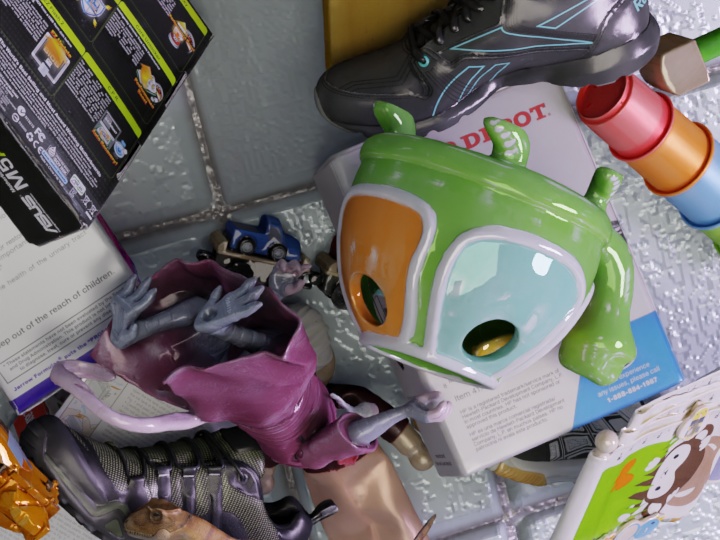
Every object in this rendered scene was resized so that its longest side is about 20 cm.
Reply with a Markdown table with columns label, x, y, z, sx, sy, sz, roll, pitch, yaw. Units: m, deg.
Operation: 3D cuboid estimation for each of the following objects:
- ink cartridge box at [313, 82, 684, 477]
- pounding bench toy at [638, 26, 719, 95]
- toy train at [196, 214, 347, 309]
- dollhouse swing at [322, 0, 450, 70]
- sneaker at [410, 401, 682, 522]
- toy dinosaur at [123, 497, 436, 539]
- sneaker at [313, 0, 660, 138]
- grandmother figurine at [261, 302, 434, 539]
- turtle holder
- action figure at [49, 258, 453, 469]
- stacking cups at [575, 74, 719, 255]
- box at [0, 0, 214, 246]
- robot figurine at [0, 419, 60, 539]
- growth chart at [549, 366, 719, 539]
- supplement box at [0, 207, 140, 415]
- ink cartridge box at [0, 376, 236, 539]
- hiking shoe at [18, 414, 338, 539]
| label | x | y | z | sx | sy | sz | roll | pitch | yaw |
| --- | --- | --- | --- | --- | --- | --- | --- | --- | --- |
| ink cartridge box | 0.079 | 0.002 | 1.717 | 0.146 | 0.084 | 0.200 | -22 | 89 | -9 |
| pounding bench toy | 0.248 | -0.197 | 1.704 | 0.156 | 0.124 | 0.200 | 2 | 108 | -14 |
| toy train | 0.000 | 0.000 | 1.763 | 0.200 | 0.034 | 0.046 | 10 | 103 | -17 |
| dollhouse swing | 0.044 | -0.227 | 1.695 | 0.200 | 0.176 | 0.182 | -15 | 70 | -8 |
| sneaker | 0.124 | 0.089 | 1.810 | 0.200 | 0.076 | 0.088 | 15 | 98 | -27 |
| toy dinosaur | -0.043 | 0.182 | 1.692 | 0.200 | 0.060 | 0.106 | 15 | 101 | -31 |
| sneaker | 0.066 | -0.136 | 1.659 | 0.200 | 0.075 | 0.079 | -17 | 128 | -2 |
| grandmother figurine | -0.015 | 0.110 | 1.784 | 0.121 | 0.061 | 0.200 | -17 | 113 | 12 |
| turtle holder | 0.066 | -0.004 | 1.616 | 0.185 | 0.141 | 0.132 | 31 | 75 | -60 |
| action figure | -0.051 | 0.074 | 1.650 | 0.149 | 0.134 | 0.200 | -46 | 141 | -4 |
| stacking cups | 0.204 | -0.057 | 1.745 | 0.061 | 0.061 | 0.200 | -48 | 131 | 6 |
| box | -0.181 | -0.146 | 1.593 | 0.047 | 0.193 | 0.200 | -20 | 118 | 32 |
| robot figurine | -0.267 | 0.095 | 1.605 | 0.145 | 0.058 | 0.200 | -43 | 113 | 11 |
| growth chart | 0.186 | 0.112 | 1.756 | 0.200 | 0.018 | 0.145 | -25 | 144 | -34 |
| supplement box | -0.212 | -0.037 | 1.664 | 0.103 | 0.101 | 0.200 | -34 | 113 | 0 |
| ink cartridge box | -0.166 | 0.131 | 1.761 | 0.109 | 0.050 | 0.200 | 34 | 96 | -22 |
| hiking shoe | -0.109 | 0.122 | 1.715 | 0.200 | 0.076 | 0.101 | 36 | 87 | -32 |
